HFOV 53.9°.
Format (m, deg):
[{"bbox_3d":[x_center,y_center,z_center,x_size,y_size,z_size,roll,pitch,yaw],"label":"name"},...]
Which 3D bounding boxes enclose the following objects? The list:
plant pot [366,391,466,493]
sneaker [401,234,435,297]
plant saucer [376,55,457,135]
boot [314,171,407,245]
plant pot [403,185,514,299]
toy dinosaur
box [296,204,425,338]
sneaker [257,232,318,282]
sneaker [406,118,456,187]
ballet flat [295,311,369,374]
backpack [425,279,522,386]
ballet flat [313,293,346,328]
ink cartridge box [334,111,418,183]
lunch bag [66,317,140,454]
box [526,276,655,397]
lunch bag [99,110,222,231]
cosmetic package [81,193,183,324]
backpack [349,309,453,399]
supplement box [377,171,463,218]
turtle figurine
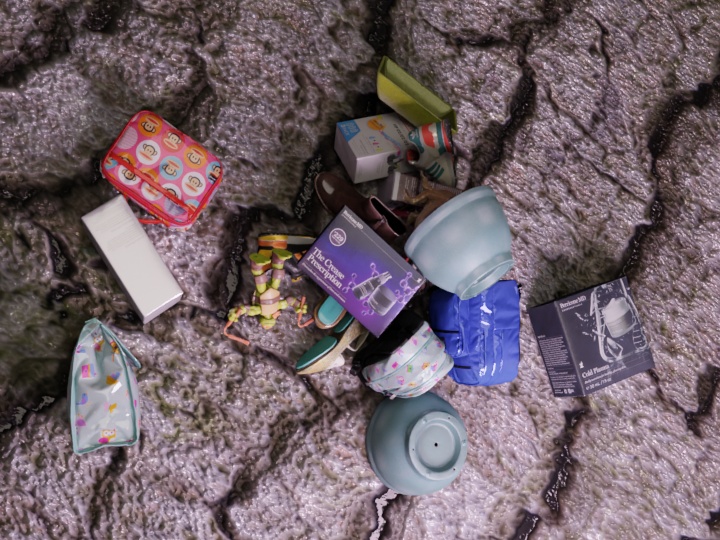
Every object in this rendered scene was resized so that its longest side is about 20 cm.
[{"bbox_3d":[0.123,0.326,1.342,0.195,0.134,0.206,3,80,-17],"label":"plant pot"},{"bbox_3d":[0.100,0.021,1.402,0.096,0.071,0.202,27,59,12],"label":"sneaker"},{"bbox_3d":[0.108,-0.348,1.458,0.198,0.201,0.048,35,114,-10],"label":"plant saucer"},{"bbox_3d":[0.001,-0.129,1.366,0.200,0.166,0.073,45,74,-6],"label":"boot"},{"bbox_3d":[0.194,-0.035,1.280,0.197,0.201,0.136,-26,70,-20],"label":"plant pot"},{"bbox_3d":[0.158,-0.124,1.318,0.132,0.200,0.088,8,114,21],"label":"toy dinosaur"},{"bbox_3d":[0.000,0.000,1.294,0.199,0.079,0.142,41,89,-6],"label":"box"},{"bbox_3d":[-0.106,-0.022,1.375,0.195,0.070,0.093,5,94,-17],"label":"sneaker"},{"bbox_3d":[0.139,-0.222,1.393,0.091,0.201,0.072,-6,66,9],"label":"sneaker"},{"bbox_3d":[-0.039,0.142,1.365,0.071,0.071,0.200,46,70,-5],"label":"ballet flat"},{"bbox_3d":[0.221,0.127,1.403,0.163,0.162,0.206,-5,91,-20],"label":"backpack"},{"bbox_3d":[-0.025,0.035,1.381,0.068,0.072,0.201,41,70,-6],"label":"ballet flat"},{"bbox_3d":[0.057,-0.256,1.436,0.195,0.069,0.116,-15,53,-20],"label":"ink cartridge box"},{"bbox_3d":[-0.423,0.183,1.171,0.119,0.170,0.206,-6,85,-17],"label":"lunch bag"},{"bbox_3d":[0.487,0.142,1.507,0.196,0.124,0.201,-16,84,-20],"label":"box"},{"bbox_3d":[-0.369,-0.172,1.303,0.198,0.082,0.179,34,76,-8],"label":"lunch bag"},{"bbox_3d":[-0.401,-0.016,1.248,0.084,0.107,0.202,-34,94,-21],"label":"cosmetic package"},{"bbox_3d":[0.085,0.161,1.328,0.127,0.200,0.167,44,70,-6],"label":"backpack"},{"bbox_3d":[0.139,-0.138,1.446,0.195,0.109,0.063,12,80,-15],"label":"supplement box"},{"bbox_3d":[-0.164,0.043,1.321,0.195,0.064,0.165,-7,117,-28],"label":"turtle figurine"}]
